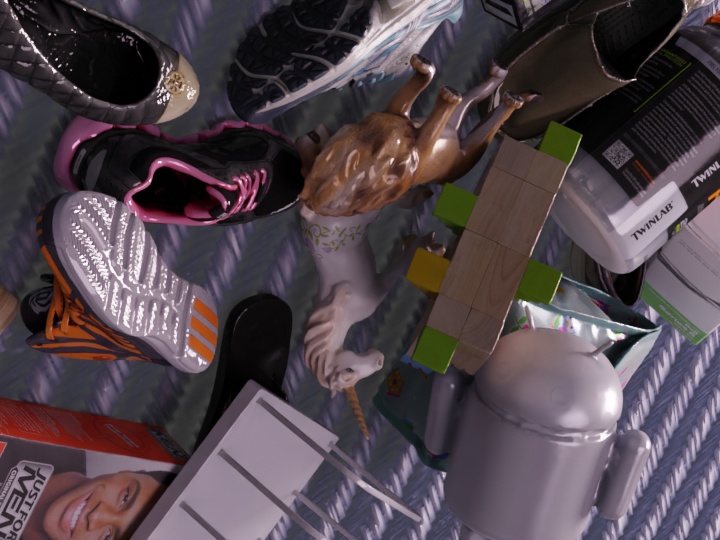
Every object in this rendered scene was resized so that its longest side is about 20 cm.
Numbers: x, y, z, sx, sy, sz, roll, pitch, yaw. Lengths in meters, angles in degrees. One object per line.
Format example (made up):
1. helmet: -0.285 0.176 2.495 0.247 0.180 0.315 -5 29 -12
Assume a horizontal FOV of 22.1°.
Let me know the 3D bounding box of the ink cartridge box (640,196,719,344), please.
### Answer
1. ink cartridge box: 0.320 -0.034 1.541 0.146 0.084 0.200 -45 173 -13

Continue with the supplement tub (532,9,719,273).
1. supplement tub: 0.236 -0.103 1.415 0.200 0.123 0.123 -40 137 -6

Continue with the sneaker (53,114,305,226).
1. sneaker: -0.102 -0.055 1.224 0.200 0.095 0.079 0 115 -42

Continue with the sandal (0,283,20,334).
1. sandal: -0.313 0.075 1.166 0.070 0.078 0.212 45 76 -17

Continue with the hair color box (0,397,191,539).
1. hair color box: -0.217 0.153 1.291 0.200 0.061 0.102 15 106 -47

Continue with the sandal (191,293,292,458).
1. sandal: -0.082 0.114 1.394 0.075 0.045 0.201 -14 126 -36

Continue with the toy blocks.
1. toy blocks: 0.087 -0.003 1.341 0.137 0.100 0.200 116 -2 -75

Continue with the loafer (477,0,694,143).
1. loafer: 0.165 -0.163 1.360 0.075 0.070 0.200 41 113 -16

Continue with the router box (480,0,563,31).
1. router box: 0.159 -0.289 1.323 0.200 0.051 0.149 -37 134 -16

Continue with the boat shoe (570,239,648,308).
1. boat shoe: 0.214 -0.057 1.523 0.072 0.065 0.200 -21 129 -27

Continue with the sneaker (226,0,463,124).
1. sneaker: 0.000 -0.152 1.261 0.200 0.078 0.086 -38 140 -15

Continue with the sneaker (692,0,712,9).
1. sneaker: 0.258 -0.233 1.432 0.200 0.073 0.071 -48 129 -6

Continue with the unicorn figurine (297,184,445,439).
1. unicorn figurine: 0.000 0.000 1.376 0.137 0.074 0.200 -35 116 -22

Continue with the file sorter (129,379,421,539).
1. file sorter: -0.069 0.209 1.335 0.200 0.124 0.139 -54 150 -2

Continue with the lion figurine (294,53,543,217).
1. lion figurine: 0.045 -0.088 1.297 0.200 0.072 0.123 1 129 -50

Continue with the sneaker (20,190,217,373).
1. sneaker: -0.179 0.016 1.176 0.200 0.112 0.078 54 39 -54

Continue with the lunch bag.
1. lunch bag: 0.139 0.087 1.500 0.200 0.122 0.171 20 106 -35

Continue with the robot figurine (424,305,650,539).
1. robot figurine: 0.129 0.128 1.378 0.113 0.169 0.201 -53 159 -66

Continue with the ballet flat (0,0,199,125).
1. ballet flat: -0.170 -0.133 1.128 0.200 0.057 0.067 19 75 -47
